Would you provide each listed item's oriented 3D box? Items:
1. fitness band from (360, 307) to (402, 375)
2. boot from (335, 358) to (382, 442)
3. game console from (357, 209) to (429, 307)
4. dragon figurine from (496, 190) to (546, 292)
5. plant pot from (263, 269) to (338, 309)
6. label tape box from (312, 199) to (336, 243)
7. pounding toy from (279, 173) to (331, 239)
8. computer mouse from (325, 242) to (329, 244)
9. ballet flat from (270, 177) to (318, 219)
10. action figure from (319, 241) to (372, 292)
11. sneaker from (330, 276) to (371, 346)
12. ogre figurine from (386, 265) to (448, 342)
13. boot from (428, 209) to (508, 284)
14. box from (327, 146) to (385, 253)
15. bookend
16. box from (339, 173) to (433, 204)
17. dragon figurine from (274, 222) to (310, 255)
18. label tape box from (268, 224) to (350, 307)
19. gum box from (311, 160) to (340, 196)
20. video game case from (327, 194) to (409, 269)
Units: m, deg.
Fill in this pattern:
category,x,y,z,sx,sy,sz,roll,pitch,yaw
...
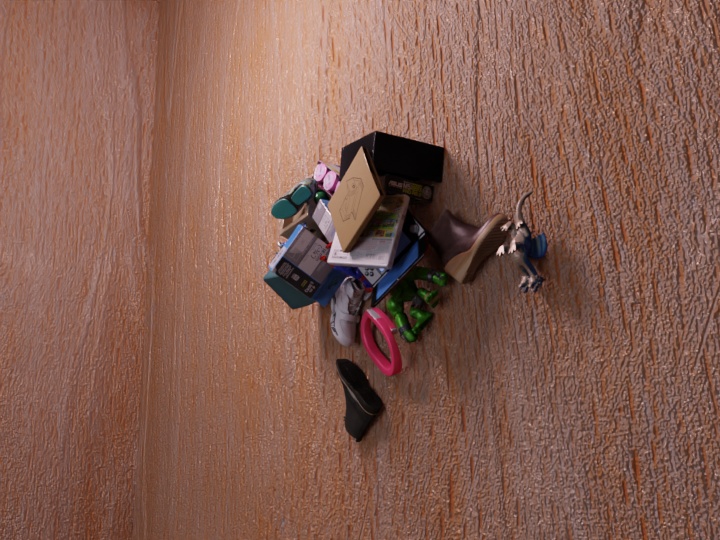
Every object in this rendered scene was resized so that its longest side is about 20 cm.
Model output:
category,x,y,z,sx,sy,sz,roll,pitch,yaw
fitness band,0.053,0.181,1.513,0.200,0.037,0.145,-132,35,-51
boot,-0.032,0.353,1.605,0.200,0.077,0.139,54,129,44
game console,0.062,-0.041,1.404,0.200,0.118,0.173,-46,73,21
dragon figurine,0.337,-0.054,1.191,0.059,0.099,0.201,-19,49,52
plant pot,-0.156,0.012,1.719,0.199,0.141,0.142,-10,38,54
label tape box,-0.027,-0.106,1.606,0.064,0.143,0.200,-60,42,25
pounding toy,-0.131,-0.172,1.799,0.199,0.142,0.186,-28,48,44
computer mouse,-0.051,-0.035,1.735,0.200,0.034,0.059,33,128,43
ballet flat,-0.190,-0.213,1.733,0.199,0.074,0.075,-24,65,43
action figure,0.000,0.000,1.530,0.099,0.199,0.066,-14,46,59
sneaker,-0.028,0.104,1.638,0.115,0.075,0.202,-34,55,48
ogre figurine,0.128,0.068,1.432,0.120,0.098,0.201,40,139,31
boot,0.234,-0.089,1.333,0.201,0.072,0.167,-59,45,32
box,-0.014,-0.168,1.407,0.200,0.021,0.164,-55,42,41
bookend,0.074,-0.272,1.503,0.200,0.197,0.093,-2,82,63
box,0.062,-0.203,1.507,0.199,0.159,0.045,3,87,53
dragon figurine,-0.187,-0.062,1.664,0.099,0.059,0.201,-27,29,20
label tape box,-0.124,-0.006,1.577,0.145,0.200,0.063,-54,20,-2
gum box,-0.048,-0.250,1.697,0.200,0.113,0.067,43,117,47
video game case,0.017,-0.096,1.434,0.199,0.023,0.184,4,73,42
